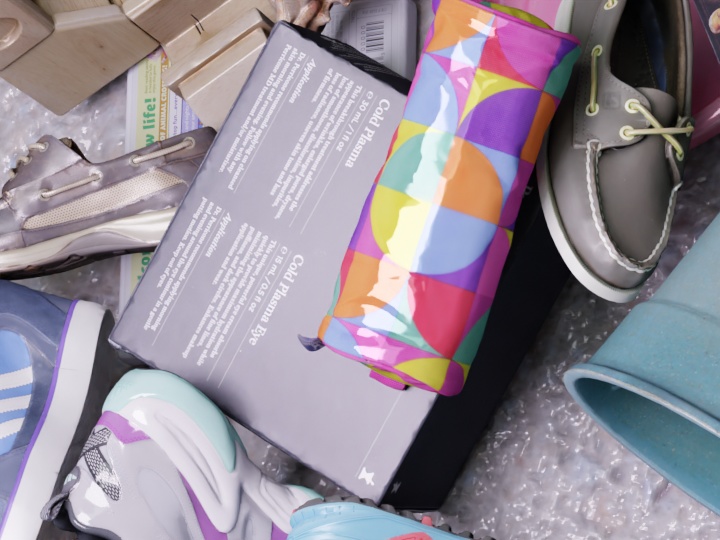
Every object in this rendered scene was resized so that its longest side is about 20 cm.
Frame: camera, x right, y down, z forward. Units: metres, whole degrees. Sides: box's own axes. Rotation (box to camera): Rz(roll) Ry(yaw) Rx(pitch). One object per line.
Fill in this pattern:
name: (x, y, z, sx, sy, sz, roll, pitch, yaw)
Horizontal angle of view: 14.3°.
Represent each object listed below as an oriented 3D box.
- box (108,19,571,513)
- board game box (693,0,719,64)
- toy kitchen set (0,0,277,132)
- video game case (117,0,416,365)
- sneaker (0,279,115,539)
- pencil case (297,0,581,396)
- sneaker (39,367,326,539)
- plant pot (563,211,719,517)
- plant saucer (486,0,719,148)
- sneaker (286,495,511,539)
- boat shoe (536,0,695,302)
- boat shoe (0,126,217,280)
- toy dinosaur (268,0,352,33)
box: (0.000, 0.000, 1.539, 0.182, 0.104, 0.200, 32, 97, 21)
board game box: (0.207, -0.213, 1.480, 0.135, 0.035, 0.200, -45, 55, 43)
toy kitchen set: (-0.129, -0.166, 1.612, 0.200, 0.180, 0.163, -34, 63, 11)
video game case: (-0.054, -0.051, 1.657, 0.182, 0.022, 0.200, -7, 72, 24)
sneaker: (-0.221, 0.091, 1.543, 0.146, 0.081, 0.200, 7, 56, 8)
pencil case: (0.042, -0.036, 1.427, 0.088, 0.088, 0.200, 22, 93, 29)
sneaker: (-0.084, 0.161, 1.509, 0.140, 0.200, 0.078, -55, 18, -18)
plant pot: (0.235, 0.027, 1.405, 0.200, 0.200, 0.196, 29, 81, 30)
plant saucer: (0.154, -0.149, 1.571, 0.200, 0.051, 0.201, -8, 70, 24)
sneaker: (0.052, 0.186, 1.467, 0.200, 0.079, 0.096, 15, 68, 0)
boat shoe: (0.135, -0.078, 1.458, 0.060, 0.072, 0.202, -38, 37, 43)
boat shoe: (-0.165, -0.039, 1.626, 0.200, 0.074, 0.073, -10, 86, -4)
toy dinosaur: (0.008, -0.202, 1.565, 0.200, 0.136, 0.086, -32, 73, 12)
